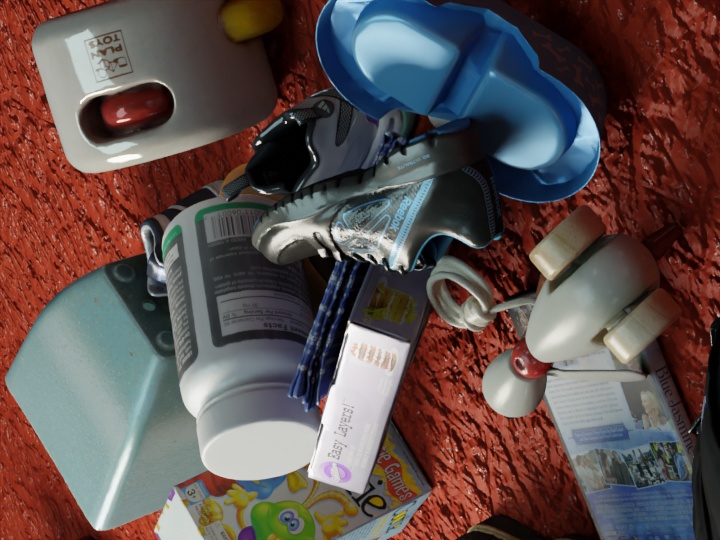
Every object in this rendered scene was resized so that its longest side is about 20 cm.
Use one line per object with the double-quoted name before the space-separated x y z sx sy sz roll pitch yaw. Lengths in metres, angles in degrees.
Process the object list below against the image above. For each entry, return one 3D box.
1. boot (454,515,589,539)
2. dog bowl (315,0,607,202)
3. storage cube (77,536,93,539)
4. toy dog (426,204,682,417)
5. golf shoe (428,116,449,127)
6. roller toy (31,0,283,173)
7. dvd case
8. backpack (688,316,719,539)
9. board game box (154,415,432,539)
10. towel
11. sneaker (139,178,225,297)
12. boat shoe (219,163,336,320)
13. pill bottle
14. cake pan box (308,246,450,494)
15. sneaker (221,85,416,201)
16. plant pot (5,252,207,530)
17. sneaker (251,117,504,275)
"boot" 0.103 0.255 1.419 0.199 0.137 0.078 0 111 60
"dog bowl" 0.069 -0.125 1.201 0.199 0.050 0.112 30 140 1
"storage cube" -0.365 0.460 2.369 0.199 0.179 0.173 14 122 58
"toy dog" 0.144 0.021 1.214 0.199 0.096 0.133 -16 104 59
"golf shoe" 0.030 -0.178 1.276 0.078 0.094 0.202 23 131 52
"roller toy" -0.167 -0.169 1.537 0.199 0.181 0.141 3 112 60
"dvd case" 0.176 0.100 1.302 0.142 0.017 0.202 -18 95 63
"backpack" 0.251 0.124 0.995 0.201 0.152 0.177 -76 -7 -50
"board game box" -0.058 0.202 1.599 0.104 0.199 0.105 58 152 17
"towel" 0.000 0.000 1.351 0.145 0.024 0.202 -8 -62 -84
"sneaker" -0.118 0.016 1.669 0.201 0.108 0.070 54 151 23
"boat shoe" -0.054 0.002 1.588 0.201 0.070 0.070 62 -167 23
"pill bottle" -0.090 0.052 1.470 0.113 0.112 0.202 112 153 -54
"cake pan box" 0.022 0.037 1.368 0.052 0.185 0.201 21 139 5
"sneaker" -0.046 -0.070 1.437 0.078 0.139 0.201 52 149 25
"plant pot" -0.190 0.084 1.777 0.196 0.195 0.201 53 140 26
"sneaker" 0.007 -0.029 1.225 0.199 0.073 0.083 -21 94 44
